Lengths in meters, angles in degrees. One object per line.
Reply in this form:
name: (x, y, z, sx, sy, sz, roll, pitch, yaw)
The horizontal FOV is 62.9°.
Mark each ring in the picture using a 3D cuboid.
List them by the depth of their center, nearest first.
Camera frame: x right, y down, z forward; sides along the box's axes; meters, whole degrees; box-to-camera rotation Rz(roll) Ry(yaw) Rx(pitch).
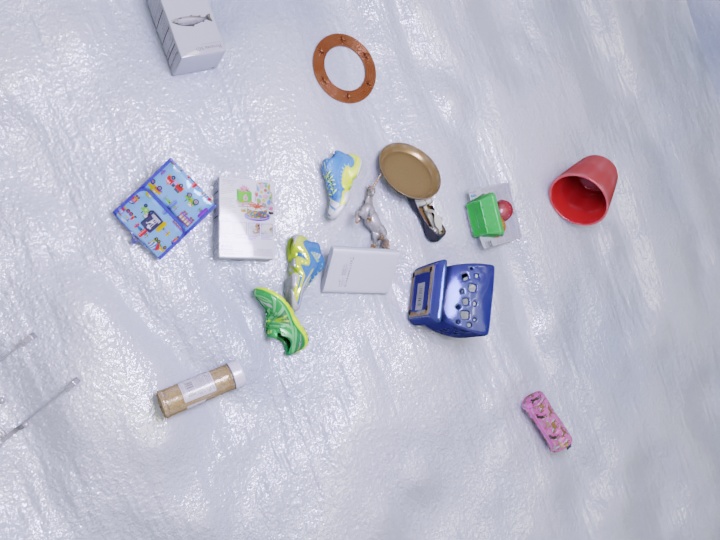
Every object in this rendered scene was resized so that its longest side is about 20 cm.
ring: (-0.041, -0.576, 1.673, 0.199, 0.019, 0.202, 3, 82, -26)

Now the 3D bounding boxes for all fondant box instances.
fondant box: (-0.291, -0.126, 1.477, 0.143, 0.058, 0.202, 2, 85, -27)

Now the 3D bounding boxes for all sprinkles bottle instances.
sprinkles bottle: (-0.373, 0.277, 1.386, 0.199, 0.068, 0.069, -20, 94, -27)

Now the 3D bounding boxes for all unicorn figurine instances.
unicorn figurine: (0.034, -0.146, 1.629, 0.138, 0.073, 0.201, -69, 149, -61)

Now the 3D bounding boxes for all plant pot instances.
plant pot: (0.246, 0.077, 1.656, 0.178, 0.200, 0.202, 11, 80, -18)
plant pot: (0.139, -0.281, 1.694, 0.199, 0.028, 0.201, 13, 56, -19)
plant pot: (0.757, -0.279, 1.963, 0.201, 0.200, 0.177, 53, 56, -12)

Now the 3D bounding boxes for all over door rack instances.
over door rack: (-0.714, 0.246, 1.217, 0.200, 0.066, 0.148, -43, 105, -24)

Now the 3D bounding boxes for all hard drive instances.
hard drive: (0.000, 0.000, 1.591, 0.199, 0.026, 0.133, 2, 119, -27)

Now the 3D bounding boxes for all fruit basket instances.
fruit basket: (0.420, -0.174, 1.840, 0.199, 0.093, 0.187, -16, 93, -43)

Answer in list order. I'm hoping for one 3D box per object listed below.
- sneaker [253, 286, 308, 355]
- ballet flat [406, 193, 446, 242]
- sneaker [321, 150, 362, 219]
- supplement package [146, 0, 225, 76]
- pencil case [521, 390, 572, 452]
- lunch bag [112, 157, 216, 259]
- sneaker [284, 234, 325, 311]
sneaker: (-0.208, 0.127, 1.483, 0.083, 0.074, 0.201, -41, 103, -28)
ballet flat: (0.195, -0.179, 1.723, 0.073, 0.073, 0.201, -29, 98, -26)
sneaker: (-0.071, -0.237, 1.592, 0.104, 0.076, 0.201, 26, 66, -11)
supplement package: (-0.423, -0.595, 1.425, 0.116, 0.117, 0.201, -22, 95, -28)
pencil case: (0.584, 0.474, 1.846, 0.082, 0.087, 0.201, -33, 101, 5)
lunch bag: (-0.465, -0.138, 1.385, 0.200, 0.094, 0.151, -46, 106, -10)
sneaker: (-0.138, 0.009, 1.530, 0.104, 0.076, 0.202, 7, 81, -27)
